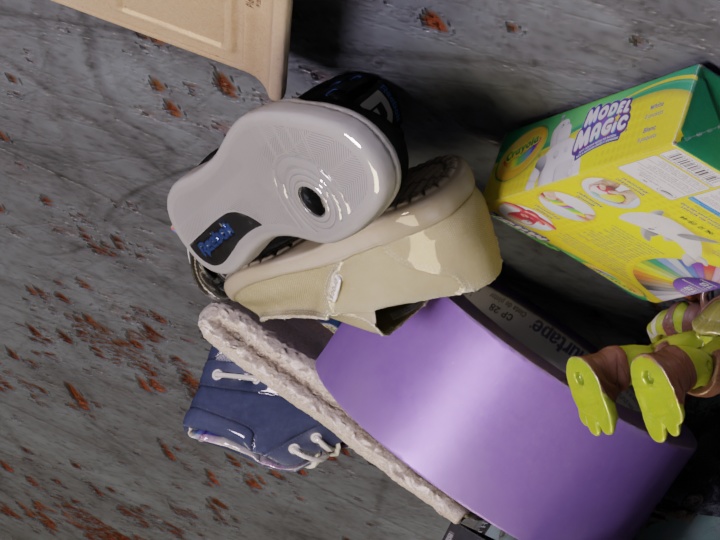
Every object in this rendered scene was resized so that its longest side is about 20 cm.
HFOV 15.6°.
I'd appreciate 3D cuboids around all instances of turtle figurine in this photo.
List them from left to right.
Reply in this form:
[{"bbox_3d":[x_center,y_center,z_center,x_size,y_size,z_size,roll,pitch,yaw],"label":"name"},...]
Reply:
[{"bbox_3d":[0.195,0.039,1.321,0.161,0.065,0.200,-18,-157,-34],"label":"turtle figurine"}]

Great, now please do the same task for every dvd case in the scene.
[{"bbox_3d":[0.167,0.120,1.522,0.200,0.146,0.022,0,135,49],"label":"dvd case"}]

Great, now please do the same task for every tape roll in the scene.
[{"bbox_3d":[0.080,0.072,1.438,0.200,0.085,0.200,34,-170,-6],"label":"tape roll"}]

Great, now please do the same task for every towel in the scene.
[{"bbox_3d":[0.004,0.077,1.517,0.200,0.035,0.133,35,-173,13],"label":"towel"}]

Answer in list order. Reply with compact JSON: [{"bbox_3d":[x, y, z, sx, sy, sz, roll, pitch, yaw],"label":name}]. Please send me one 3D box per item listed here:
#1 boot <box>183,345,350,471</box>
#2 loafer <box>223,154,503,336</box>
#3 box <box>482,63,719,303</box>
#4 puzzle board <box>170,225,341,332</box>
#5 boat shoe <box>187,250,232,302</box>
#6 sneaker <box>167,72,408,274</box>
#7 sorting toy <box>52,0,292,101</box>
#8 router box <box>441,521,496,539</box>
[{"bbox_3d":[-0.014,0.100,1.744,0.200,0.091,0.073,17,161,15],"label":"boot"},{"bbox_3d":[0.000,0.000,1.342,0.068,0.076,0.200,57,148,-9],"label":"loafer"},{"bbox_3d":[0.145,-0.035,1.266,0.117,0.048,0.200,29,159,-22],"label":"box"},{"bbox_3d":[-0.004,0.011,1.606,0.200,0.017,0.151,0,152,46],"label":"puzzle board"},{"bbox_3d":[-0.068,-0.015,1.515,0.069,0.057,0.200,36,156,-3],"label":"boat shoe"},{"bbox_3d":[-0.012,-0.065,1.270,0.073,0.112,0.200,57,151,-9],"label":"sneaker"},{"bbox_3d":[-0.118,-0.163,1.229,0.200,0.037,0.185,25,162,5],"label":"sorting toy"},{"bbox_3d":[0.129,0.202,1.400,0.157,0.052,0.200,27,177,-14],"label":"router box"}]
